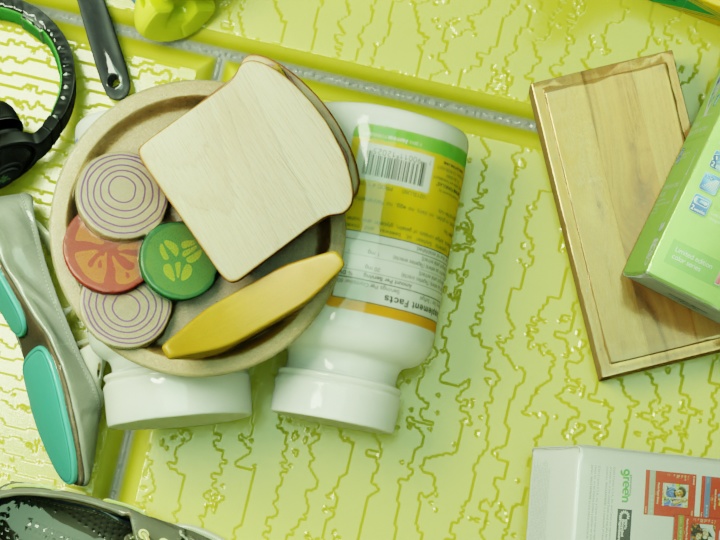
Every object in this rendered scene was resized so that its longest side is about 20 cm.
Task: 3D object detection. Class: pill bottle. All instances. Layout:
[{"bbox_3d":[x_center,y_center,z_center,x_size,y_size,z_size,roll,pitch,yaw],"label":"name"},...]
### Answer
[{"bbox_3d":[0.000,0.000,1.546,0.110,0.111,0.201,10,84,3],"label":"pill bottle"},{"bbox_3d":[-0.124,-0.001,1.549,0.113,0.114,0.202,-4,82,1],"label":"pill bottle"}]

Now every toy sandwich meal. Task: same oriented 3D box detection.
[{"bbox_3d":[-0.093,-0.033,1.461,0.204,0.070,0.207,0,82,-3],"label":"toy sandwich meal"}]

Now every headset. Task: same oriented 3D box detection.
[{"bbox_3d":[-0.276,-0.092,1.599,0.123,0.094,0.200,36,70,10],"label":"headset"}]

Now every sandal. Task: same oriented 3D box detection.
[{"bbox_3d":[-0.104,-0.247,1.570,0.200,0.079,0.087,-47,64,28],"label":"sandal"}]

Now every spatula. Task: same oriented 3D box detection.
[{"bbox_3d":[-0.193,-0.210,1.622,0.056,0.021,0.201,-21,85,12],"label":"spatula"}]

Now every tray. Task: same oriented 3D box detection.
[{"bbox_3d":[0.183,-0.036,1.583,0.098,0.037,0.201,-13,84,0],"label":"tray"}]

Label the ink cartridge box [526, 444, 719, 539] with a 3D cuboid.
[{"bbox_3d":[0.196,0.220,1.517,0.174,0.084,0.202,7,83,-17],"label":"ink cartridge box"}]

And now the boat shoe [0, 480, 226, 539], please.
[{"bbox_3d":[-0.156,0.188,1.553,0.200,0.060,0.073,18,84,4],"label":"boat shoe"}]

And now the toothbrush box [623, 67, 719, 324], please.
[{"bbox_3d":[0.278,-0.055,1.518,0.145,0.086,0.201,25,89,-3],"label":"toothbrush box"}]

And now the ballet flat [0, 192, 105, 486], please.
[{"bbox_3d":[-0.201,0.041,1.574,0.063,0.067,0.201,-21,84,-28],"label":"ballet flat"}]

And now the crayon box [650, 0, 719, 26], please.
[{"bbox_3d":[0.221,-0.281,1.600,0.171,0.058,0.201,20,84,4],"label":"crayon box"}]
